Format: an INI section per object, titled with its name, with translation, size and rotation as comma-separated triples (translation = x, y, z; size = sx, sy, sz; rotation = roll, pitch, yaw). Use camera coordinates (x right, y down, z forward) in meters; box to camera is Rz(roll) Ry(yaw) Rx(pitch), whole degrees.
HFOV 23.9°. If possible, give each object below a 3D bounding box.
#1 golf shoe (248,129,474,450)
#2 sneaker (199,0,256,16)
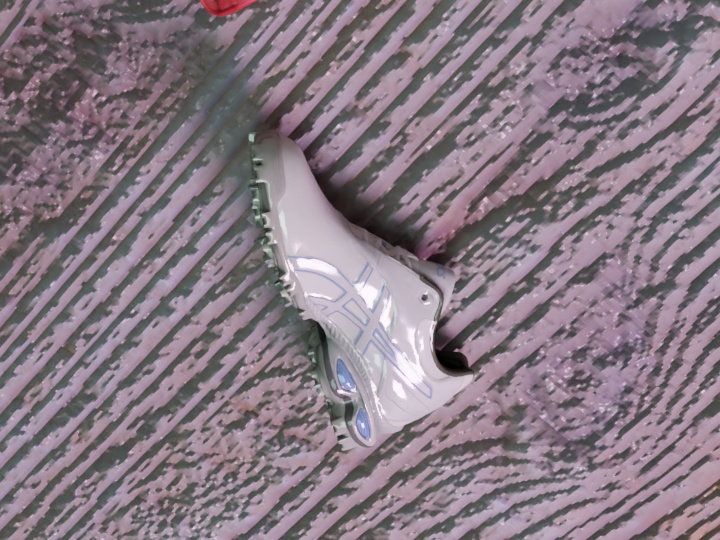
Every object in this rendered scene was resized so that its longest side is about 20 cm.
[golf shoe]
translation = 0.000, 0.000, 0.943
size = 0.097, 0.078, 0.201
rotation = -21, 121, 2
[sneaker]
translation = -0.108, -0.182, 0.845
size = 0.199, 0.078, 0.116
rotation = 6, 119, 9
